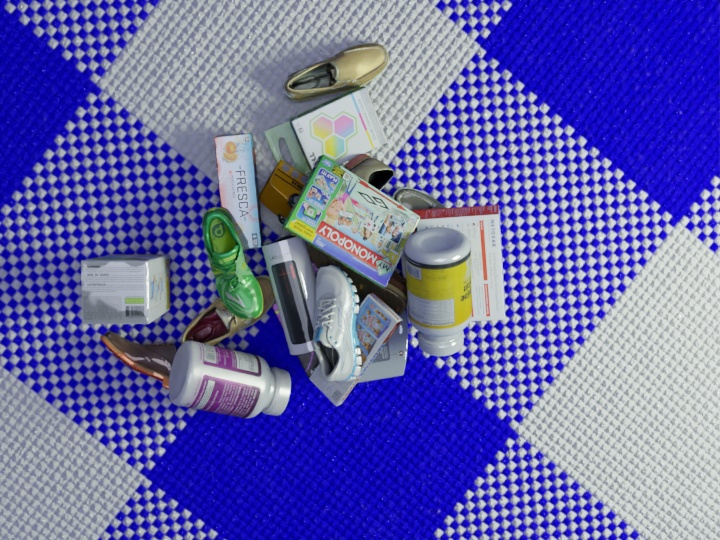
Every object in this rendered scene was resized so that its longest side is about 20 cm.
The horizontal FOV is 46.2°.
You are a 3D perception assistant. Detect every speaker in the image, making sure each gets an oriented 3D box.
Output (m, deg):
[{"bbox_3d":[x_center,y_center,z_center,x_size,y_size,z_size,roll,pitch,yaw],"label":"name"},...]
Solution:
[{"bbox_3d":[-0.111,0.040,1.477,0.080,0.081,0.203,-14,95,-2],"label":"speaker"}]

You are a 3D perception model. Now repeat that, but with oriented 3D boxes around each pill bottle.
[{"bbox_3d":[-0.227,0.197,1.481,0.198,0.112,0.114,17,94,-27],"label":"pill bottle"},{"bbox_3d":[0.133,0.039,1.423,0.110,0.112,0.203,-7,120,-3],"label":"pill bottle"}]

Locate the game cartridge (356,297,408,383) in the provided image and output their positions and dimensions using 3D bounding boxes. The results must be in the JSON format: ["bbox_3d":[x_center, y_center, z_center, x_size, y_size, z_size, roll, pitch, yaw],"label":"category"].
[{"bbox_3d":[0.019,0.095,1.515,0.131,0.041,0.204,-7,91,-10],"label":"game cartridge"}]

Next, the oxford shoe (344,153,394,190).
[{"bbox_3d":[-0.021,-0.127,1.430,0.200,0.074,0.071,-49,139,-26],"label":"oxford shoe"}]

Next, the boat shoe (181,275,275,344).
[{"bbox_3d":[-0.233,0.082,1.497,0.199,0.066,0.074,-38,90,10],"label":"boat shoe"}]

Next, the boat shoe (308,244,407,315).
[{"bbox_3d":[0.001,0.000,1.466,0.199,0.068,0.072,34,134,-4],"label":"boat shoe"}]

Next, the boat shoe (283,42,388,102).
[{"bbox_3d":[-0.040,-0.348,1.485,0.198,0.076,0.073,-25,96,-2],"label":"boat shoe"}]

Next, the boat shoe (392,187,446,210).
[{"bbox_3d":[0.143,-0.080,1.527,0.201,0.060,0.072,39,91,-6],"label":"boat shoe"}]

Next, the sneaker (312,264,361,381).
[{"bbox_3d":[-0.048,0.090,1.411,0.074,0.086,0.203,-10,88,31],"label":"sneaker"}]

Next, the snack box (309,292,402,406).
[{"bbox_3d":[-0.010,0.138,1.456,0.072,0.024,0.201,42,113,18],"label":"snack box"}]

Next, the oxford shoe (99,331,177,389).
[{"bbox_3d":[-0.372,0.156,1.517,0.199,0.071,0.074,33,75,-12],"label":"oxford shoe"}]

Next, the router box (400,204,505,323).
[{"bbox_3d":[0.163,-0.008,1.490,0.176,0.049,0.203,-2,113,11],"label":"router box"}]

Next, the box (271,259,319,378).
[{"bbox_3d":[-0.077,0.077,1.538,0.142,0.036,0.202,-28,97,-1],"label":"box"}]

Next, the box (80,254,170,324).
[{"bbox_3d":[-0.393,0.028,1.430,0.110,0.200,0.103,0,94,-2],"label":"box"}]

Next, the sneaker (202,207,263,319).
[{"bbox_3d":[-0.226,-0.009,1.431,0.073,0.084,0.203,-22,92,-1],"label":"sneaker"}]

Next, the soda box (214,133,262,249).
[{"bbox_3d":[-0.215,-0.139,1.497,0.067,0.064,0.204,-5,96,-3],"label":"soda box"}]

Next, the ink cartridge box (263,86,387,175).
[{"bbox_3d":[-0.062,-0.237,1.494,0.198,0.059,0.105,-24,106,-1],"label":"ink cartridge box"}]

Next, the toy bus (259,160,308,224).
[{"bbox_3d":[-0.081,-0.104,1.494,0.198,0.065,0.079,32,55,-10],"label":"toy bus"}]

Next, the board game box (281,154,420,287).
[{"bbox_3d":[-0.013,-0.080,1.392,0.198,0.029,0.136,30,80,-17],"label":"board game box"}]
